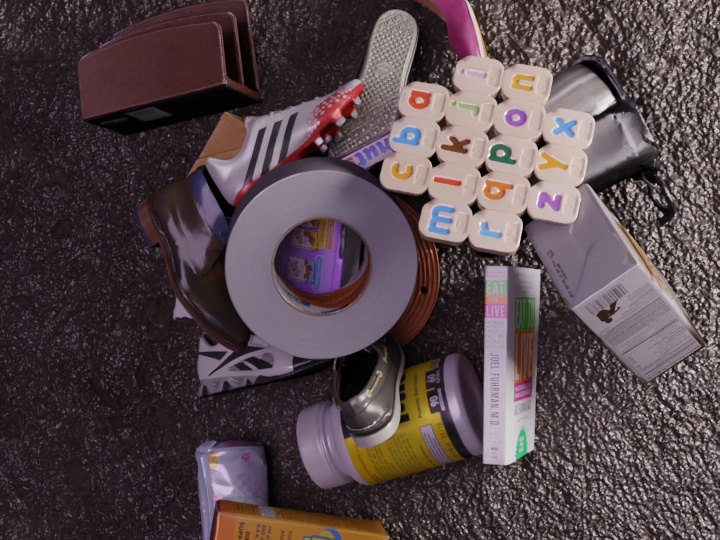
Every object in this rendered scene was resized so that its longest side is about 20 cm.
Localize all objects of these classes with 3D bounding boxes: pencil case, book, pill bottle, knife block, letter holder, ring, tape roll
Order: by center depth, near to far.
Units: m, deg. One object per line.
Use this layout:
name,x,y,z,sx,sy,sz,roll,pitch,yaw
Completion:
tape roll,-0.042,-0.013,1.169,0.198,0.066,0.203,-2,109,-5
book,0.156,0.098,1.202,0.048,0.133,0.203,0,89,19
pill bottle,0.037,0.173,1.254,0.198,0.114,0.115,-19,82,18
ring,0.000,0.000,1.309,0.198,0.019,0.203,4,100,21
pencil case,-0.153,0.301,1.333,0.083,0.090,0.203,-8,82,61
knife block,-0.110,-0.101,1.341,0.175,0.064,0.201,36,100,18
letter holder,-0.237,-0.263,1.374,0.198,0.100,0.144,-10,83,19

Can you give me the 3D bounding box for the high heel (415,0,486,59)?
high heel,0.075,-0.293,1.273,0.095,0.067,0.202,-22,76,8

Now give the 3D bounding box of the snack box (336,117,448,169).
snack box,0.031,-0.136,1.198,0.199,0.072,0.024,-25,98,23

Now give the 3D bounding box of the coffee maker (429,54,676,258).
coffee maker,0.197,-0.097,1.159,0.199,0.135,0.193,-31,68,-10

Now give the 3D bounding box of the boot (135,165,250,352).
boot,-0.158,-0.015,1.219,0.097,0.075,0.201,-36,85,22

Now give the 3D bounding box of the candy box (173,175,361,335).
candy box,-0.104,-0.013,1.280,0.198,0.071,0.170,11,102,15

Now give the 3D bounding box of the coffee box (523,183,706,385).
coffee box,0.256,0.018,1.119,0.080,0.200,0.114,-35,50,15

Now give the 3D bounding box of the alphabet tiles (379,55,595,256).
alphabet tiles,0.123,-0.114,1.093,0.193,0.015,0.202,11,71,10

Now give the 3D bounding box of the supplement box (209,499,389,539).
supplement box,-0.070,0.310,1.271,0.198,0.069,0.067,9,89,-11

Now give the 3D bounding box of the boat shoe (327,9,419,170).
boat shoe,0.019,-0.198,1.287,0.074,0.062,0.202,18,84,8

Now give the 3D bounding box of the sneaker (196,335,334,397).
sneaker,-0.113,0.092,1.331,0.198,0.074,0.090,-12,82,22

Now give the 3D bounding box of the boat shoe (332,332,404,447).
boat shoe,0.005,0.105,1.208,0.072,0.202,0.061,-25,117,13

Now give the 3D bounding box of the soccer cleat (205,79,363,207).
soccer cleat,-0.080,-0.150,1.218,0.085,0.069,0.200,44,79,6

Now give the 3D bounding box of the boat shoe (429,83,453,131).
boat shoe,0.121,-0.117,1.259,0.072,0.065,0.200,-42,94,-24
